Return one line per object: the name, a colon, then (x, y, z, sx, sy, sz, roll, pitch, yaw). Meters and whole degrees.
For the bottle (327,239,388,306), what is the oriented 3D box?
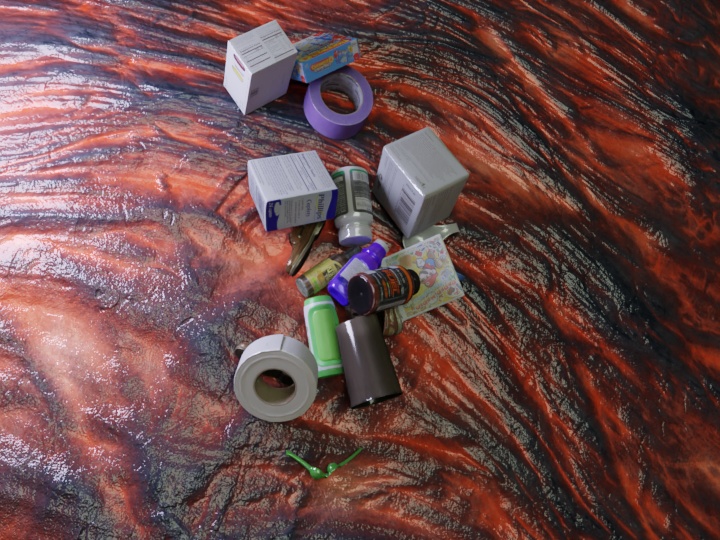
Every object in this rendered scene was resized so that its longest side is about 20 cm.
bottle: (0.000, 0.000, 1.483, 0.083, 0.065, 0.201, 43, 65, -5)

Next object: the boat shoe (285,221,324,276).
boat shoe: (-0.162, -0.077, 1.508, 0.067, 0.072, 0.202, 27, 60, -1)

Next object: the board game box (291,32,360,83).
board game box: (-0.134, -0.621, 1.619, 0.198, 0.195, 0.057, -33, 131, -23)

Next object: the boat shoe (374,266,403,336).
boat shoe: (0.056, 0.082, 1.524, 0.071, 0.076, 0.204, -11, 76, -35)

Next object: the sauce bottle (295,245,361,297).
sauce bottle: (-0.082, -0.004, 1.516, 0.199, 0.065, 0.065, -35, 87, -22)

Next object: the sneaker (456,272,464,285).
sneaker: (0.198, 0.021, 1.596, 0.196, 0.070, 0.079, 19, 87, 0)

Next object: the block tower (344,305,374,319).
block tower: (0.001, 0.122, 1.512, 0.053, 0.058, 0.203, -20, 79, -21)

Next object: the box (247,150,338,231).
box: (-0.182, -0.214, 1.484, 0.196, 0.106, 0.185, -13, 49, -20)

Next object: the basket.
basket: (0.015, 0.226, 1.392, 0.133, 0.181, 0.204, -13, 72, -9)

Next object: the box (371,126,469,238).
box: (0.163, -0.247, 1.571, 0.169, 0.200, 0.201, -26, 68, -23)

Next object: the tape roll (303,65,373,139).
tape roll: (-0.066, -0.501, 1.656, 0.196, 0.085, 0.204, 5, 74, -16)

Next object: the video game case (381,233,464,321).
video game case: (0.165, 0.022, 1.552, 0.197, 0.023, 0.185, -23, 87, 8)

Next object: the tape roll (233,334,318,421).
tape roll: (-0.200, 0.259, 1.336, 0.198, 0.071, 0.206, 0, 113, 1)

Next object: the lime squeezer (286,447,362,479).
lime squeezer: (-0.087, 0.485, 1.395, 0.196, 0.038, 0.071, 2, 43, -16)

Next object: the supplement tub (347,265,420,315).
supplement tub: (0.066, 0.045, 1.431, 0.198, 0.106, 0.109, -12, 77, -44)

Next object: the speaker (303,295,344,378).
speaker: (-0.095, 0.173, 1.450, 0.087, 0.088, 0.204, -6, 76, -19)

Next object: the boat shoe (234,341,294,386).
boat shoe: (-0.220, 0.226, 1.408, 0.198, 0.072, 0.069, 32, 50, -14)

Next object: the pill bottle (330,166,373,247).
pill bottle: (-0.023, -0.177, 1.559, 0.111, 0.113, 0.204, -1, 75, -18)

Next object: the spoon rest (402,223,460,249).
spoon rest: (0.212, -0.100, 1.641, 0.197, 0.061, 0.101, -20, 81, -23)

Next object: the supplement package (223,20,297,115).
supplement package: (-0.280, -0.555, 1.539, 0.155, 0.200, 0.112, -35, 86, -23)
